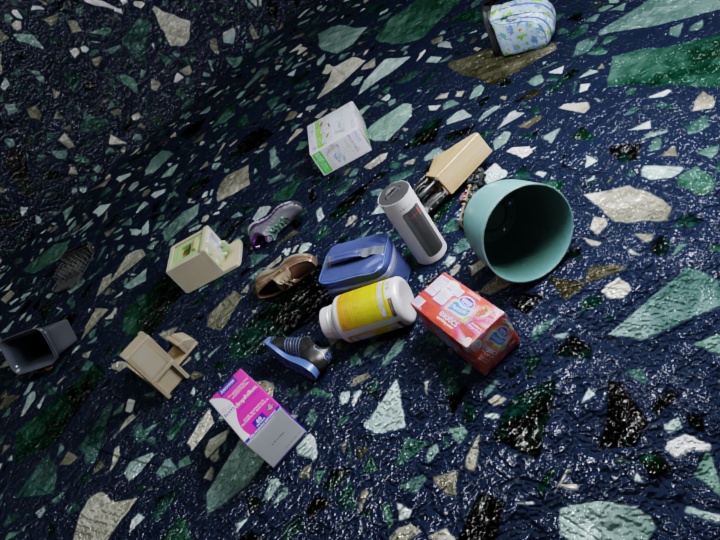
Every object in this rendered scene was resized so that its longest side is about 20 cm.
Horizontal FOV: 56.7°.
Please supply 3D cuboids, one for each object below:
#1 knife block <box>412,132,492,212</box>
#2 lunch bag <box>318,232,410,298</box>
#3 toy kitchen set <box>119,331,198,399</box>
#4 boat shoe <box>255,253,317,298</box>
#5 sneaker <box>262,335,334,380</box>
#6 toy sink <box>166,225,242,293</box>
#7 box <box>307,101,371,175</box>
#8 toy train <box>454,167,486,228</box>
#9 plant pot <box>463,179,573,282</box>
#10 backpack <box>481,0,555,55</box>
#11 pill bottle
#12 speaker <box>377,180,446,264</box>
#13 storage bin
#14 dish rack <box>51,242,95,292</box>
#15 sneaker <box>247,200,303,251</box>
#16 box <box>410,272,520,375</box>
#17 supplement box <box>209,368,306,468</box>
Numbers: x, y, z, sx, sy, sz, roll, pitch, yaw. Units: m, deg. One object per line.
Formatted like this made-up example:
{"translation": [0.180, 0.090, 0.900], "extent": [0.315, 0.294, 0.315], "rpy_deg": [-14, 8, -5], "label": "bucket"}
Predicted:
{"translation": [0.220, -0.233, 1.658], "extent": [0.200, 0.064, 0.176], "rpy_deg": [-28, 28, 38], "label": "knife block"}
{"translation": [0.000, 0.000, 1.552], "extent": [0.200, 0.132, 0.136], "rpy_deg": [-14, 41, 27], "label": "lunch bag"}
{"translation": [-0.540, 0.193, 1.741], "extent": [0.200, 0.181, 0.163], "rpy_deg": [18, 60, 44], "label": "toy kitchen set"}
{"translation": [-0.195, 0.021, 1.748], "extent": [0.200, 0.076, 0.072], "rpy_deg": [-28, 39, 28], "label": "boat shoe"}
{"translation": [-0.140, 0.183, 1.524], "extent": [0.200, 0.070, 0.078], "rpy_deg": [21, 59, 43], "label": "sneaker"}
{"translation": [-0.471, -0.046, 2.012], "extent": [0.200, 0.112, 0.131], "rpy_deg": [-26, 37, 14], "label": "toy sink"}
{"translation": [-0.071, -0.424, 2.119], "extent": [0.176, 0.097, 0.200], "rpy_deg": [-27, 36, 12], "label": "box"}
{"translation": [0.263, -0.178, 1.617], "extent": [0.046, 0.034, 0.200], "rpy_deg": [-12, 41, 36], "label": "toy train"}
{"translation": [0.304, -0.095, 1.364], "extent": [0.200, 0.201, 0.161], "rpy_deg": [-38, 25, -2], "label": "plant pot"}
{"translation": [0.475, -0.719, 1.966], "extent": [0.199, 0.163, 0.154], "rpy_deg": [-13, 50, 19], "label": "backpack"}
{"translation": [0.014, 0.091, 1.457], "extent": [0.200, 0.109, 0.109], "rpy_deg": [-19, 39, 22], "label": "pill bottle"}
{"translation": [0.119, -0.107, 1.514], "extent": [0.081, 0.200, 0.081], "rpy_deg": [-23, 38, 19], "label": "speaker"}
{"translation": [-1.016, 0.241, 2.140], "extent": [0.200, 0.146, 0.134], "rpy_deg": [-18, 12, 25], "label": "storage bin"}
{"translation": [-1.103, -0.007, 2.544], "extent": [0.153, 0.055, 0.200], "rpy_deg": [-20, 39, 23], "label": "dish rack"}
{"translation": [-0.246, -0.127, 1.968], "extent": [0.200, 0.074, 0.088], "rpy_deg": [-30, 49, 25], "label": "sneaker"}
{"translation": [0.201, 0.100, 1.302], "extent": [0.100, 0.096, 0.200], "rpy_deg": [-42, 36, -7], "label": "box"}
{"translation": [-0.221, 0.309, 1.414], "extent": [0.101, 0.103, 0.200], "rpy_deg": [-47, 35, -13], "label": "supplement box"}
